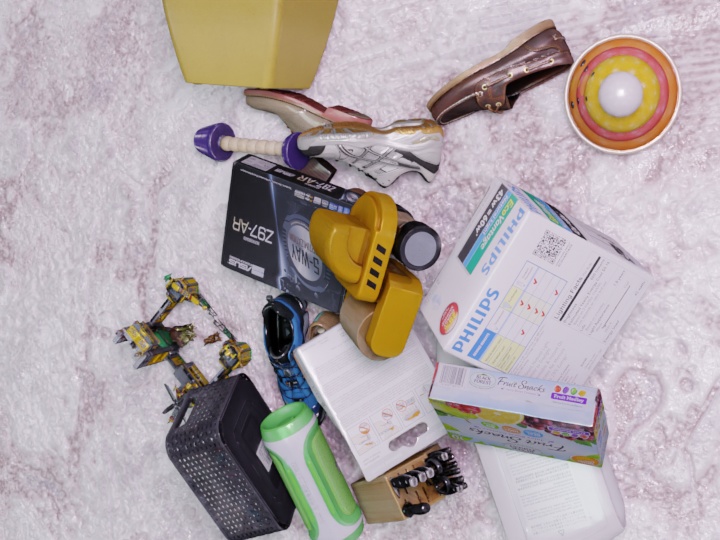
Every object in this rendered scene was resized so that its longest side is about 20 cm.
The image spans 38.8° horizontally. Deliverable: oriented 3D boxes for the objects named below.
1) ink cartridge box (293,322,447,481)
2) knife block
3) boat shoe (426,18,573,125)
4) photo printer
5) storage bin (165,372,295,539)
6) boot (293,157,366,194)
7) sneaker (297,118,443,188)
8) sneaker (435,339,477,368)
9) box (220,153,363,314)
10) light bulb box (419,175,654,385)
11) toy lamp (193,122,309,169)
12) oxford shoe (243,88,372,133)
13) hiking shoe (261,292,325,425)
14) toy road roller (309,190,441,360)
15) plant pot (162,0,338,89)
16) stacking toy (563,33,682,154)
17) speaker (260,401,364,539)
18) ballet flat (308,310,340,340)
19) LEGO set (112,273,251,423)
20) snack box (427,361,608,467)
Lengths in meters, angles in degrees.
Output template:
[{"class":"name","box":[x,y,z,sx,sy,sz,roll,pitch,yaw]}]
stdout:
[{"class":"ink cartridge box","box":[0.024,0.157,1.390,0.160,0.050,0.202,-28,86,-15]},{"class":"knife block","box":[0.052,0.294,1.359,0.198,0.175,0.065,-28,83,22]},{"class":"boat shoe","box":[0.179,-0.241,1.321,0.198,0.070,0.071,-31,78,21]},{"class":"photo printer","box":[0.247,0.270,1.333,0.164,0.069,0.203,-21,85,21]},{"class":"storage bin","box":[-0.171,0.264,1.436,0.092,0.136,0.202,-19,117,22]},{"class":"boot","box":[-0.049,-0.057,1.439,0.200,0.070,0.147,44,115,15]},{"class":"sneaker","box":[0.014,-0.151,1.366,0.196,0.076,0.089,-1,113,-1]},{"class":"sneaker","box":[0.135,0.061,1.360,0.069,0.080,0.204,14,101,19]},{"class":"box","box":[-0.091,-0.051,1.402,0.197,0.043,0.163,22,118,18]},{"class":"light bulb box","box":[0.210,0.027,1.250,0.198,0.125,0.200,25,106,-22]},{"class":"toy lamp","box":[-0.160,-0.179,1.458,0.197,0.058,0.059,11,98,36]},{"class":"oxford shoe","box":[-0.082,-0.206,1.435,0.197,0.070,0.076,21,107,21]},{"class":"hiking shoe","box":[-0.104,0.134,1.459,0.073,0.086,0.204,-15,89,22]},{"class":"toy road roller","box":[0.000,0.000,1.289,0.144,0.123,0.203,11,104,-23]},{"class":"plant pot","box":[-0.148,-0.339,1.388,0.197,0.200,0.180,8,102,22]},{"class":"stacking toy","box":[0.306,-0.210,1.197,0.143,0.200,0.149,2,97,14]},{"class":"speaker","box":[-0.067,0.289,1.430,0.087,0.089,0.203,-18,106,22]},{"class":"ballet flat","box":[-0.031,0.157,1.438,0.067,0.072,0.204,-16,88,26]},{"class":"LEGO set","box":[-0.268,0.111,1.508,0.153,0.116,0.202,-38,80,20]},{"class":"snack box","box":[0.193,0.175,1.235,0.197,0.143,0.054,8,65,23]}]
